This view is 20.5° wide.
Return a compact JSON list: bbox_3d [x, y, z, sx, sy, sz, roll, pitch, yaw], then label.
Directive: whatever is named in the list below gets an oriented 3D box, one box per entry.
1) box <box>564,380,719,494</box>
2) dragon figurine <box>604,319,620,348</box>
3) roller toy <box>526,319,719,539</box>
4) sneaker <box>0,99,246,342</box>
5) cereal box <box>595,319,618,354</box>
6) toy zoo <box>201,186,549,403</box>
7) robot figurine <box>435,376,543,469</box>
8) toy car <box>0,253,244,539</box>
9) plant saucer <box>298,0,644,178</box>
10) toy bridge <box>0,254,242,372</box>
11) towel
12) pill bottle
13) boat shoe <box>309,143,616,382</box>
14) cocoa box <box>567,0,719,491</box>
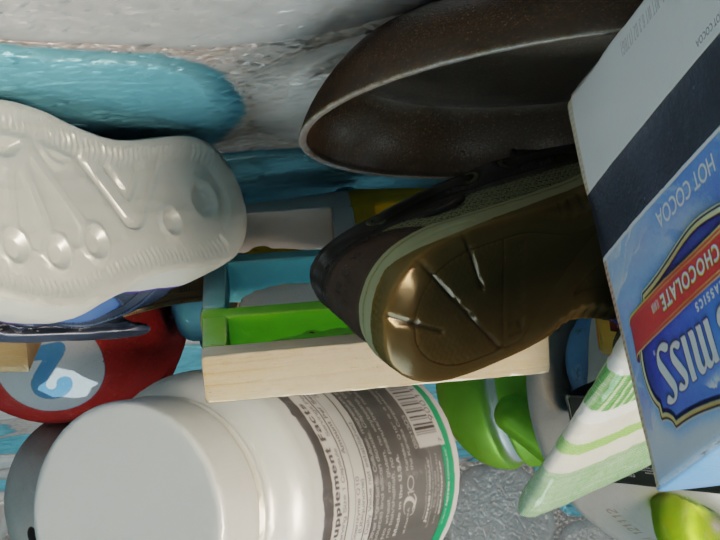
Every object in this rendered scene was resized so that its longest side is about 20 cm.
[{"bbox_3d":[0.220,0.057,0.912,0.160,0.044,0.199,-21,-166,-41],"label":"box"},{"bbox_3d":[0.050,0.006,0.918,0.199,0.059,0.100,-10,-159,17],"label":"dragon figurine"},{"bbox_3d":[0.191,0.062,1.110,0.200,0.183,0.139,-28,-173,-38],"label":"roller toy"},{"bbox_3d":[-0.152,-0.007,0.750,0.146,0.081,0.200,-17,172,33],"label":"sneaker"},{"bbox_3d":[0.228,0.001,0.964,0.199,0.040,0.143,-19,-165,-42],"label":"cereal box"},{"bbox_3d":[0.000,0.000,0.824,0.130,0.021,0.200,-5,-159,-1],"label":"toy zoo"},{"bbox_3d":[0.139,0.067,1.316,0.199,0.116,0.176,-11,-160,20],"label":"robot figurine"},{"bbox_3d":[-0.133,0.086,0.969,0.183,0.201,0.177,-7,171,3],"label":"toy car"},{"bbox_3d":[0.076,-0.068,0.688,0.199,0.032,0.200,-7,172,-1],"label":"plant saucer"},{"bbox_3d":[-0.057,0.015,0.864,0.199,0.027,0.067,-3,-157,4],"label":"toy bridge"},{"bbox_3d":[0.146,0.007,0.741,0.152,0.023,0.200,-20,150,-33],"label":"towel"},{"bbox_3d":[-0.046,0.098,0.875,0.113,0.114,0.200,-11,175,29],"label":"pill bottle"},{"bbox_3d":[0.070,-0.017,0.723,0.199,0.074,0.065,-13,-149,-37],"label":"boat shoe"},{"bbox_3d":[0.158,-0.033,0.530,0.133,0.132,0.200,-4,159,-17],"label":"cocoa box"}]
